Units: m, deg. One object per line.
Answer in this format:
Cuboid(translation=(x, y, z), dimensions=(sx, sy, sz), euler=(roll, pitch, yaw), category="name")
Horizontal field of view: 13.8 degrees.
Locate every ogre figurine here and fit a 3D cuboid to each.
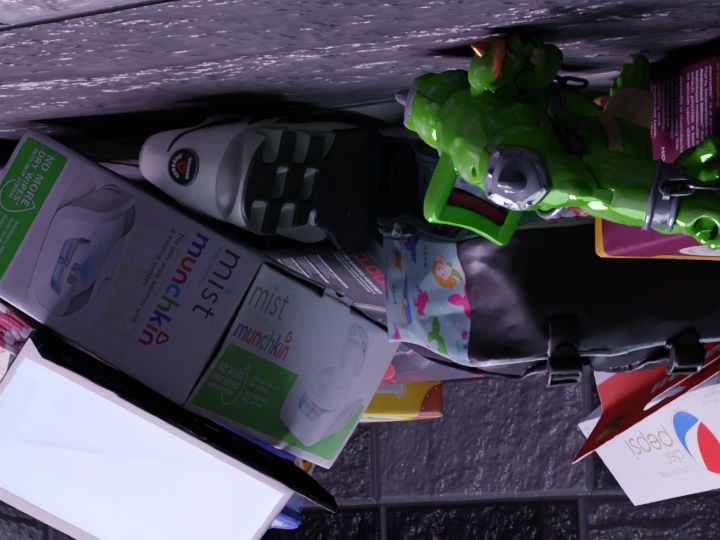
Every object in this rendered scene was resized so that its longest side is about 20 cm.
Cuboid(translation=(0.095, -0.057, 1.418), dimensions=(0.119, 0.098, 0.200), euler=(6, -144, -22), category="ogre figurine")

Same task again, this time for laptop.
Cuboid(translation=(-0.123, 0.117, 1.624), dimensions=(0.177, 0.104, 0.200), euler=(28, 179, -10), category="laptop")

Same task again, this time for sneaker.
Cuboid(translation=(-0.051, -0.056, 1.645), dimensions=(0.088, 0.074, 0.200), euler=(14, 180, 26), category="sneaker")

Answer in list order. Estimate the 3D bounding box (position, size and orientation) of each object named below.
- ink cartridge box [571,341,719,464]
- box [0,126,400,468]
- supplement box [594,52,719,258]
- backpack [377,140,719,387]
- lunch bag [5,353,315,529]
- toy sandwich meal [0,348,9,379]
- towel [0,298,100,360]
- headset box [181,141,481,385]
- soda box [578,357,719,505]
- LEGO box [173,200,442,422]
Cuboid(translation=(0.196, 0.015, 1.711), dimensions=(0.162, 0.057, 0.200), euler=(-36, -178, 31), category="ink cartridge box")
Cuboid(translation=(-0.098, 0.017, 1.680), dimensions=(0.176, 0.097, 0.200), euler=(30, 179, 26), category="box")
Cuboid(translation=(0.205, -0.057, 1.475), dimensions=(0.110, 0.086, 0.200), euler=(1, 174, -20), category="supplement box")
Cuboid(translation=(0.101, -0.010, 1.657), dimensions=(0.177, 0.151, 0.200), euler=(-7, 179, -19), category="backpack")
Cuboid(translation=(-0.129, 0.106, 1.877), dimensions=(0.160, 0.076, 0.200), euler=(10, 169, 41), category="lunch bag")
Cuboid(translation=(-0.201, 0.029, 1.960), dimensions=(0.204, 0.070, 0.206), euler=(8, 133, 9), category="toy sandwich meal")
Cuboid(translation=(-0.239, 0.001, 1.748), dimensions=(0.200, 0.030, 0.146), euler=(37, -175, 17), category="towel")
Cuboid(translation=(0.000, 0.000, 1.829), dimensions=(0.200, 0.075, 0.149), euler=(-6, 140, 40), category="headset box")
Cuboid(translation=(0.204, 0.082, 1.700), dimensions=(0.068, 0.064, 0.200), euler=(-37, -176, -22), category="soda box")
Cuboid(translation=(-0.041, 0.029, 2.057), dimensions=(0.200, 0.150, 0.077), euler=(3, 173, -43), category="LEGO box")
